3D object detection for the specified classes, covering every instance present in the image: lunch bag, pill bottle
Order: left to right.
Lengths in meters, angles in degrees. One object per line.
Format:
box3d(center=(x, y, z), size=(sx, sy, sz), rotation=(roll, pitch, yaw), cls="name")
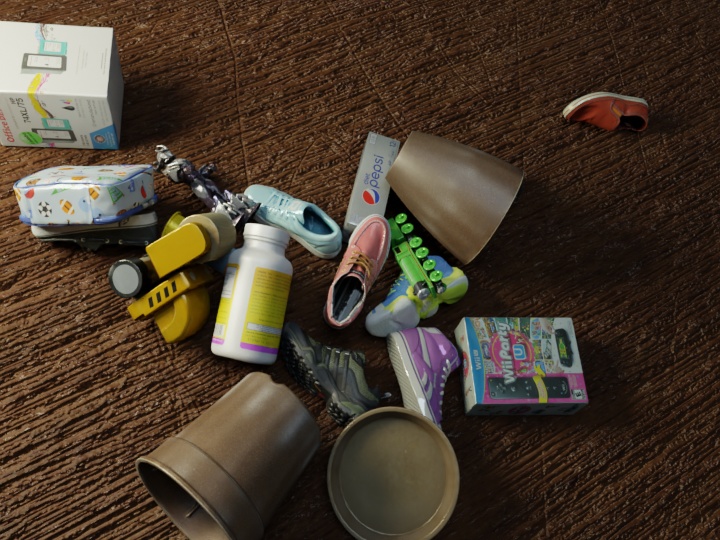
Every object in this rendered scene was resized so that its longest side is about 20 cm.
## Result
box3d(center=(-0.421, -0.122, 1.105), size=(0.195, 0.077, 0.161), rotation=(3, 20, 12), cls="lunch bag")
box3d(center=(-0.161, 0.036, 1.084), size=(0.102, 0.104, 0.205), rotation=(11, 84, -5), cls="pill bottle")

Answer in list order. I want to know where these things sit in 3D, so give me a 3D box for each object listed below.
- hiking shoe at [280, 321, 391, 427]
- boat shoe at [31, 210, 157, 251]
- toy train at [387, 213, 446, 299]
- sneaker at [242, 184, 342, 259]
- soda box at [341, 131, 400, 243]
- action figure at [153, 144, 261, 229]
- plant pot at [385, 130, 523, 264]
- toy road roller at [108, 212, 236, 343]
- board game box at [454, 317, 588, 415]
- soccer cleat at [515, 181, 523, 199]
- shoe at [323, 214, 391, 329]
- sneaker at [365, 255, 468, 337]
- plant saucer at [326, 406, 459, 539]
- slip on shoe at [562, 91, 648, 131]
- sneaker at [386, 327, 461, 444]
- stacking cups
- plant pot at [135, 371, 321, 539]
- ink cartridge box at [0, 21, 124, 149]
box3d(center=(-0.044, 0.152, 1.113), size=(0.100, 0.076, 0.201), rotation=(-38, 85, -34), cls="hiking shoe")
box3d(center=(-0.425, -0.060, 1.136), size=(0.195, 0.069, 0.058), rotation=(-5, 104, -7), cls="boat shoe")
box3d(center=(0.085, -0.024, 1.179), size=(0.055, 0.042, 0.202), rotation=(-25, 44, -1), cls="toy train")
box3d(center=(-0.113, -0.101, 1.209), size=(0.197, 0.082, 0.075), rotation=(28, 61, 4), cls="sneaker")
box3d(center=(0.018, -0.144, 1.264), size=(0.062, 0.069, 0.204), rotation=(16, 63, -5), cls="soda box")
box3d(center=(-0.268, -0.145, 1.185), size=(0.199, 0.070, 0.130), rotation=(40, 21, 3), cls="action figure")
box3d(center=(0.146, -0.144, 1.211), size=(0.197, 0.187, 0.189), rotation=(31, 62, -2), cls="plant pot")
box3d(center=(-0.266, 0.016, 1.075), size=(0.197, 0.123, 0.148), rotation=(-30, 91, 12), cls="toy road roller")
box3d(center=(0.264, 0.159, 1.170), size=(0.195, 0.065, 0.151), rotation=(1, 64, -10), cls="board game box")
box3d(center=(0.209, -0.171, 1.333), size=(0.195, 0.066, 0.084), rotation=(5, 33, -5), cls="soccer cleat")
box3d(center=(0.000, 0.000, 1.139), size=(0.070, 0.091, 0.204), rotation=(25, 84, -4), cls="shoe")
box3d(center=(0.081, 0.036, 1.199), size=(0.196, 0.077, 0.106), rotation=(-21, 50, -19), cls="sneaker")
box3d(center=(0.048, 0.304, 1.038), size=(0.195, 0.029, 0.206), rotation=(0, 82, 3), cls="plant saucer")
box3d(center=(0.511, -0.322, 1.455), size=(0.195, 0.074, 0.063), rotation=(1, 66, -17), cls="slip on shoe")
box3d(center=(0.122, 0.182, 1.126), size=(0.112, 0.073, 0.205), rotation=(-7, 66, -19), cls="sneaker")
box3d(center=(-0.230, -0.022, 1.157), size=(0.197, 0.061, 0.061), rotation=(30, 62, 4), cls="stacking cups")
box3d(center=(-0.168, 0.261, 0.967), size=(0.199, 0.201, 0.198), rotation=(38, 55, 9), cls="plant pot")
box3d(center=(-0.514, -0.310, 1.192), size=(0.195, 0.147, 0.149), rotation=(0, 64, -11), cls="ink cartridge box")
